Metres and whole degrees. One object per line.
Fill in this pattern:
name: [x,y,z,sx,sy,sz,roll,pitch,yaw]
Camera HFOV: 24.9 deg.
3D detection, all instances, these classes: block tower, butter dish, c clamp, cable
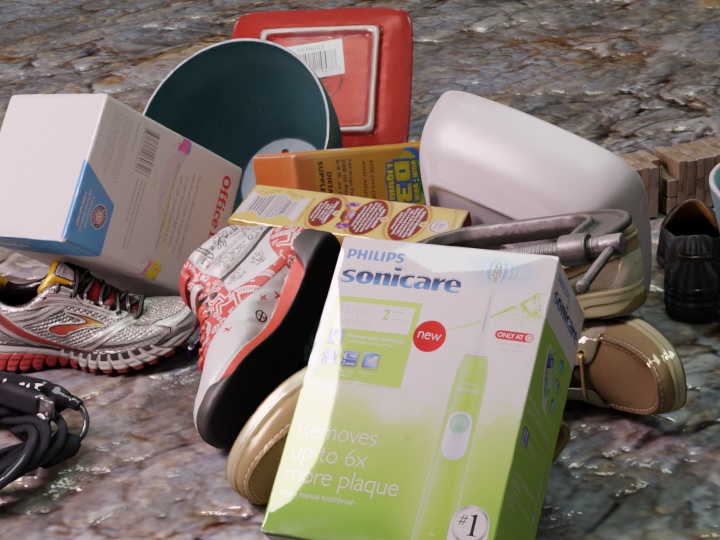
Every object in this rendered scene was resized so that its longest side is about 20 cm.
block tower: [0.288,-0.086,1.591,0.199,0.054,0.058,-9,23,-15]
butter dish: [-0.037,-0.168,1.756,0.199,0.148,0.200,-1,66,10]
c clamp: [0.103,-0.016,1.139,0.199,0.027,0.171,-6,16,35]
cable: [-0.309,0.125,1.191,0.199,0.051,0.163,10,30,25]

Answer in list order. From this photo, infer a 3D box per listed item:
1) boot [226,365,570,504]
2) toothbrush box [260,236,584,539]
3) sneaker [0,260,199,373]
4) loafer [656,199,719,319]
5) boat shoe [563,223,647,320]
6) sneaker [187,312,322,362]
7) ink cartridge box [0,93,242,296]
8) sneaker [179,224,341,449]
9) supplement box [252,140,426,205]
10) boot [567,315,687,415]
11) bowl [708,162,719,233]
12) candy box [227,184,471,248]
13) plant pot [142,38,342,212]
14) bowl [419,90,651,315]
boot: [0.023,0.121,1.086,0.200,0.073,0.155,-33,49,-13]
toothbrush box: [0.042,0.091,1.004,0.145,0.086,0.201,7,65,23]
sneaker: [-0.228,0.036,1.339,0.199,0.083,0.078,-2,22,3]
loafer: [0.294,-0.028,1.417,0.072,0.073,0.200,-2,21,7]
boat shoe: [0.107,0.007,1.197,0.200,0.063,0.073,-6,15,11]
sneaker: [-0.039,0.057,1.300,0.199,0.075,0.088,5,44,31]
ink cartridge box: [-0.207,-0.055,1.407,0.125,0.129,0.200,5,-16,39]
sneaker: [-0.101,0.046,1.247,0.108,0.067,0.202,8,53,31]
supplement box: [0.004,-0.078,1.451,0.199,0.067,0.069,-9,6,-39]
boot: [0.124,0.077,1.187,0.154,0.072,0.200,-16,19,-28]
bowl: [0.379,-0.018,1.321,0.200,0.106,0.201,1,23,0]
candy box: [0.000,0.000,1.329,0.199,0.117,0.057,7,42,27]
plant pot: [-0.098,-0.103,1.564,0.199,0.201,0.135,6,-13,23]
bowl: [0.130,-0.035,1.312,0.199,0.200,0.075,27,63,27]
